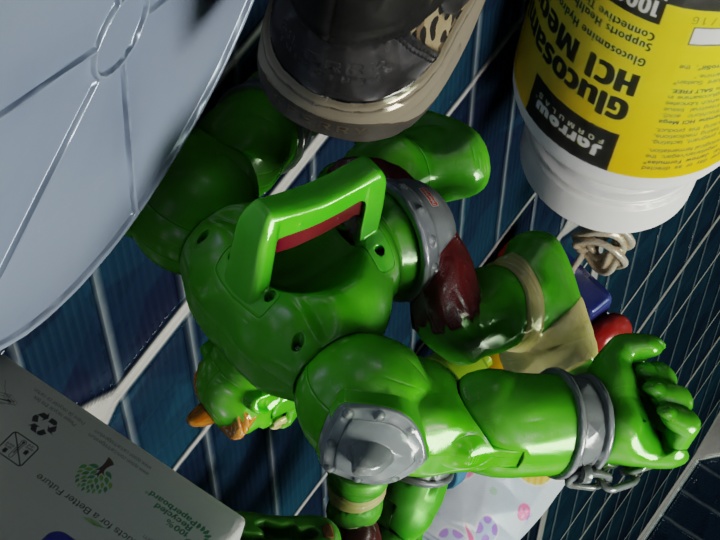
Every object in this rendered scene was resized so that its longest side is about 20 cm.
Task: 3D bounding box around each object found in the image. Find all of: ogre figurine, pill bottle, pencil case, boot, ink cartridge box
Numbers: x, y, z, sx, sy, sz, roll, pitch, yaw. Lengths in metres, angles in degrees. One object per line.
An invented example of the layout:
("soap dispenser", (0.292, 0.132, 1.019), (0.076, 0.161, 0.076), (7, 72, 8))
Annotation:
("ogre figurine", (-0.023, 0.140, 1.117), (0.200, 0.098, 0.120), (-59, 160, -47))
("pill bottle", (0.129, -0.108, 1.091), (0.112, 0.112, 0.200), (-48, 163, -33))
("pencil case", (0.083, 0.102, 1.461), (0.091, 0.083, 0.200), (-3, -139, 53))
("ogre figurine", (0.000, 0.000, 0.770), (0.120, 0.200, 0.098), (-15, 158, -40))
("boot", (0.024, -0.150, 0.662), (0.151, 0.073, 0.200), (93, 20, -66))
("ink cartridge box", (-0.129, 0.115, 0.716), (0.200, 0.099, 0.039), (-44, 162, -41))

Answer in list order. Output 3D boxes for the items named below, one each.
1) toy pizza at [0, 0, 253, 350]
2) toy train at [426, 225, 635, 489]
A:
("toy pizza", (-0.074, -0.068, 0.639), (0.200, 0.032, 0.200), (-58, 168, -21))
("toy train", (0.081, 0.034, 1.326), (0.116, 0.085, 0.200), (-33, 156, -29))
